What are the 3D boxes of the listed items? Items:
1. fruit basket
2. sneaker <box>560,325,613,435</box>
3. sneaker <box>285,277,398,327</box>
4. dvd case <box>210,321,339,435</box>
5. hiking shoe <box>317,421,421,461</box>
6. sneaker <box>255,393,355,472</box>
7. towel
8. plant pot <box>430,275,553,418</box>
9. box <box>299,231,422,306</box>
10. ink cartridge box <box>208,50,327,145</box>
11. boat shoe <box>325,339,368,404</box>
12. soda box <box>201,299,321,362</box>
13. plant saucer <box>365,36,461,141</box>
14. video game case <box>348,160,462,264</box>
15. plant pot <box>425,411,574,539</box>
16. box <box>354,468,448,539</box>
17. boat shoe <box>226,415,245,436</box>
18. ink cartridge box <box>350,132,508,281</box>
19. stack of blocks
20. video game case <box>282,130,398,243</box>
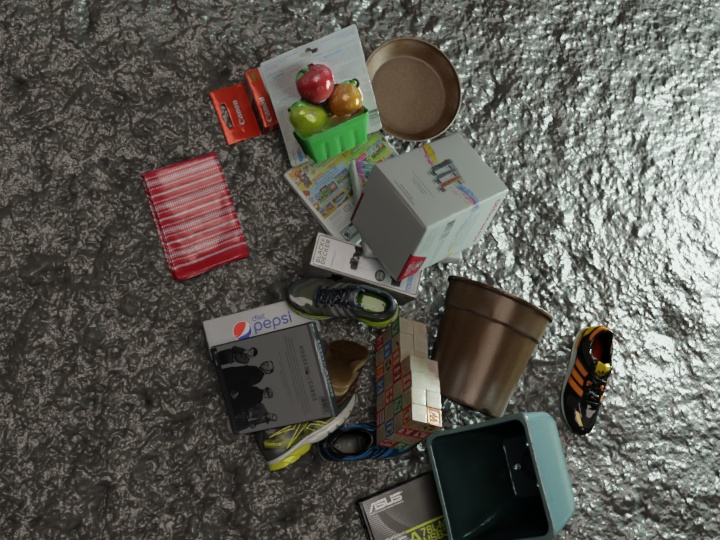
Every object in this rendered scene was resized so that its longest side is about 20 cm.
[{"bbox_3d":[-0.067,-0.303,1.598,0.183,0.094,0.203,-26,120,-11],"label":"fruit basket"},{"bbox_3d":[0.420,0.198,1.678,0.069,0.090,0.204,14,78,-10],"label":"sneaker"},{"bbox_3d":[-0.028,0.045,1.542,0.196,0.081,0.075,6,75,-4],"label":"sneaker"},{"bbox_3d":[-0.140,0.176,1.474,0.197,0.025,0.153,-14,92,25],"label":"dvd case"},{"bbox_3d":[0.026,0.294,1.576,0.196,0.087,0.076,-11,83,-14],"label":"hiking shoe"},{"bbox_3d":[-0.092,0.250,1.551,0.199,0.074,0.085,-39,97,-26],"label":"sneaker"},{"bbox_3d":[-0.288,-0.095,1.607,0.142,0.022,0.204,-18,85,-16],"label":"towel"},{"bbox_3d":[0.208,0.139,1.599,0.197,0.200,0.201,24,84,-7],"label":"plant pot"},{"bbox_3d":[0.000,0.000,1.606,0.196,0.117,0.061,16,77,-8],"label":"box"},{"bbox_3d":[-0.163,-0.310,1.656,0.197,0.050,0.111,-21,86,-16],"label":"ink cartridge box"},{"bbox_3d":[-0.035,0.179,1.549,0.071,0.200,0.073,18,110,3],"label":"boat shoe"},{"bbox_3d":[-0.171,0.099,1.578,0.196,0.063,0.070,-15,83,-14],"label":"soda box"},{"bbox_3d":[0.092,-0.335,1.724,0.196,0.037,0.205,2,81,-12],"label":"plant saucer"},{"bbox_3d":[0.077,-0.104,1.620,0.178,0.024,0.203,4,55,-19],"label":"video game case"},{"bbox_3d":[0.257,0.344,1.554,0.199,0.193,0.200,0,74,-56],"label":"plant pot"},{"bbox_3d":[0.112,0.457,1.589,0.197,0.047,0.197,-17,87,-16],"label":"box"},{"bbox_3d":[-0.145,0.205,1.562,0.201,0.071,0.070,-53,136,1],"label":"boat shoe"},{"bbox_3d":[0.114,-0.108,1.526,0.198,0.146,0.145,-23,64,-34],"label":"ink cartridge box"},{"bbox_3d":[0.078,0.185,1.553,0.058,0.115,0.203,16,53,-25],"label":"stack of blocks"},{"bbox_3d":[-0.013,-0.163,1.680,0.199,0.023,0.183,-40,91,-15],"label":"video game case"}]
